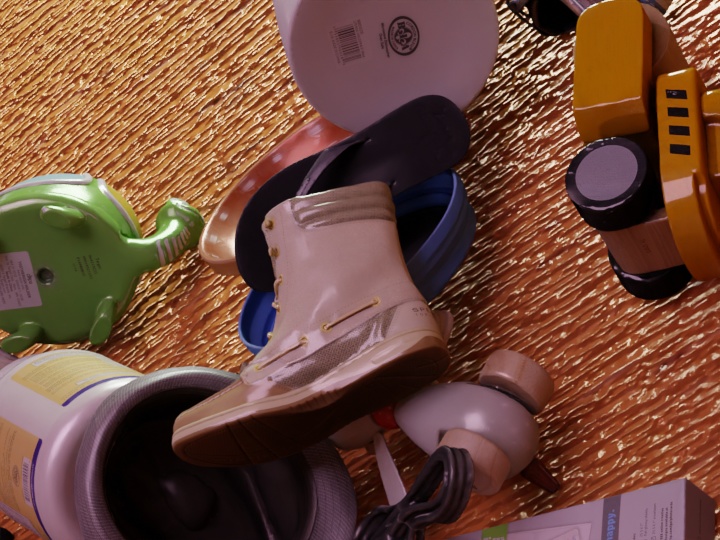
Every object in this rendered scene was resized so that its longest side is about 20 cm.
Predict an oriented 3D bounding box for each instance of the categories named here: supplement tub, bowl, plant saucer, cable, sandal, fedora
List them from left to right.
[{"bbox_3d":[-0.206,0.138,1.777,0.146,0.145,0.200,-59,28,-8],"label":"supplement tub"},{"bbox_3d":[-0.108,0.164,1.649,0.177,0.200,0.090,-59,2,-18],"label":"fedora"},{"bbox_3d":[-0.038,-0.064,1.818,0.200,0.032,0.200,-34,21,15],"label":"plant saucer"},{"bbox_3d":[-0.011,-0.060,1.696,0.200,0.076,0.043,-38,5,2],"label":"sandal"},{"bbox_3d":[0.000,0.000,1.726,0.200,0.039,0.201,-34,22,16],"label":"bowl"},{"bbox_3d":[0.039,0.171,1.549,0.097,0.050,0.200,-90,23,-46],"label":"cable"}]

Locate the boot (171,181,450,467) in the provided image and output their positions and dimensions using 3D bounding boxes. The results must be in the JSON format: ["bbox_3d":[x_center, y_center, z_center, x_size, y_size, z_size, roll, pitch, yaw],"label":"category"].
[{"bbox_3d":[-0.049,0.037,1.606,0.199,0.072,0.155,-25,59,11],"label":"boot"}]

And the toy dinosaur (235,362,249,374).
[{"bbox_3d":[-0.085,0.125,1.731,0.200,0.058,0.102,23,123,46],"label":"toy dinosaur"}]

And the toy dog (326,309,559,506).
[{"bbox_3d":[0.065,0.115,1.603,0.132,0.096,0.200,-44,26,-9],"label":"toy dog"}]

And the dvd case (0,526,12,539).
[{"bbox_3d":[-0.338,0.317,1.888,0.142,0.018,0.201,-27,45,27],"label":"dvd case"}]

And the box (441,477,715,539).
[{"bbox_3d":[0.129,0.228,1.488,0.199,0.041,0.156,-19,50,35],"label":"box"}]

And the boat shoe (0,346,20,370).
[{"bbox_3d":[-0.304,0.103,1.968,0.200,0.076,0.072,18,78,50],"label":"boat shoe"}]

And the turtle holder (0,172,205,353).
[{"bbox_3d":[-0.236,-0.026,1.944,0.185,0.141,0.132,-37,15,23],"label":"turtle holder"}]

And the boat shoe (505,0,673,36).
[{"bbox_3d":[0.145,-0.217,1.766,0.073,0.072,0.200,-56,40,-1],"label":"boat shoe"}]

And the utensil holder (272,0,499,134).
[{"bbox_3d":[0.015,-0.212,1.776,0.170,0.170,0.200,-41,26,14],"label":"utensil holder"}]

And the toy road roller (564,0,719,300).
[{"bbox_3d":[0.223,-0.087,1.568,0.145,0.123,0.201,-12,54,20],"label":"toy road roller"}]
